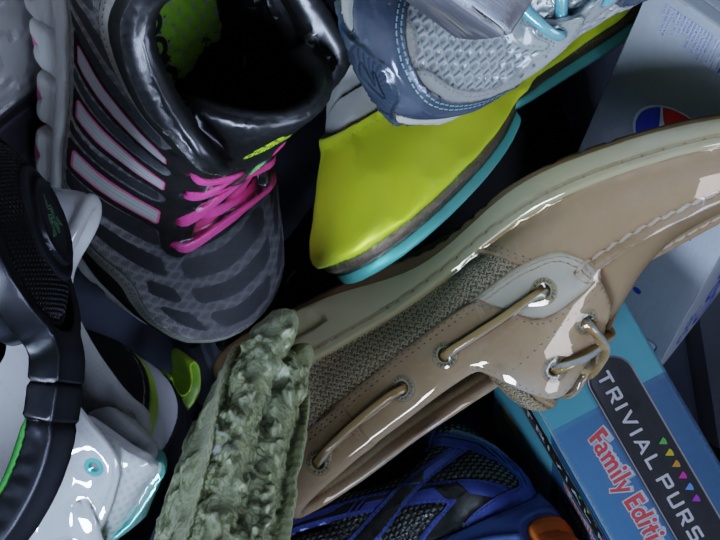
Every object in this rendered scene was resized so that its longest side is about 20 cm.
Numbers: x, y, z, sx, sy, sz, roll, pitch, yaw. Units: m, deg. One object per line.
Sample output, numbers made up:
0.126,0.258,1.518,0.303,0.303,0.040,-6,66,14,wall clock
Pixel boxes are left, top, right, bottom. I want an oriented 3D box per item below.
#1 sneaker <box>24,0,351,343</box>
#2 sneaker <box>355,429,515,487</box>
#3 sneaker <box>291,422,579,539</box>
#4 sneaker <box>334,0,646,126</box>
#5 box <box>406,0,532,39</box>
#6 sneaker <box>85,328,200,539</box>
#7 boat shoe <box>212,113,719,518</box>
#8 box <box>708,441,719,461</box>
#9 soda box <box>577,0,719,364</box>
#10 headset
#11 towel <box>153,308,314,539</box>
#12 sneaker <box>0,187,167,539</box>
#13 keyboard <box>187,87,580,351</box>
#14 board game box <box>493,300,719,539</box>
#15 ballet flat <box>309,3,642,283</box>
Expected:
-0.046,-0.045,0.831,0.074,0.087,0.200,-35,139,-28,sneaker
0.018,0.139,1.075,0.085,0.078,0.201,-24,142,-47,sneaker
-0.020,0.121,0.987,0.199,0.079,0.075,-25,144,0,sneaker
0.073,-0.113,0.831,0.200,0.086,0.078,-43,116,-31,sneaker
0.025,-0.187,0.757,0.158,0.048,0.200,36,83,-14,box
-0.108,0.112,0.893,0.200,0.072,0.083,-57,146,0,sneaker
0.052,0.014,0.902,0.200,0.065,0.071,-28,166,13,boat shoe
0.170,0.186,1.171,0.149,0.200,0.124,-48,142,-11,box
0.118,-0.046,0.981,0.068,0.063,0.200,-49,168,-31,soda box
-0.136,-0.008,0.731,0.094,0.123,0.201,26,66,-79,headset
-0.053,0.123,0.798,0.149,0.036,0.201,111,-9,-50,towel
-0.092,0.074,0.793,0.075,0.088,0.201,-23,106,-73,sneaker
0.000,0.000,0.983,0.200,0.021,0.127,-50,150,-12,keyboard
0.102,0.103,1.011,0.047,0.151,0.200,-27,162,-7,board game box
0.027,-0.066,0.902,0.067,0.067,0.200,57,41,-9,ballet flat
